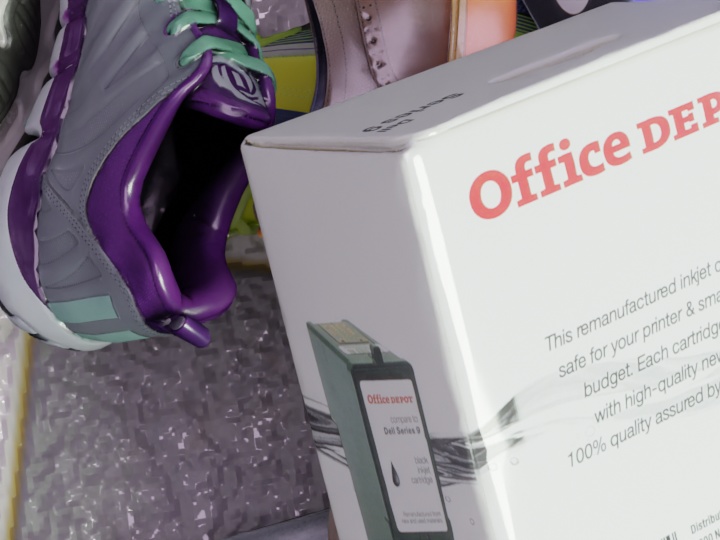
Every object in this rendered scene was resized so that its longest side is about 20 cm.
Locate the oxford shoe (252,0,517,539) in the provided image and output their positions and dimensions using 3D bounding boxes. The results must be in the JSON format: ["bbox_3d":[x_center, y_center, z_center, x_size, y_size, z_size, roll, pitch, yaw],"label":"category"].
[{"bbox_3d":[0.000,0.000,0.763,0.072,0.071,0.201,6,91,-8],"label":"oxford shoe"}]

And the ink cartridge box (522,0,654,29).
[{"bbox_3d":[0.107,-0.152,0.741,0.043,0.198,0.201,-3,53,-40],"label":"ink cartridge box"}]

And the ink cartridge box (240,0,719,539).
[{"bbox_3d":[0.066,0.035,0.704,0.145,0.084,0.201,-22,106,-32],"label":"ink cartridge box"}]

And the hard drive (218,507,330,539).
[{"bbox_3d":[0.050,0.132,0.804,0.199,0.033,0.140,-15,84,-5],"label":"hard drive"}]

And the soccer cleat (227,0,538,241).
[{"bbox_3d":[-0.019,-0.039,0.805,0.199,0.065,0.084,-27,81,-7],"label":"soccer cleat"}]

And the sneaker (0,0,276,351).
[{"bbox_3d":[-0.045,-0.073,0.725,0.074,0.087,0.201,15,82,-42],"label":"sneaker"}]

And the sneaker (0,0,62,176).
[{"bbox_3d":[-0.117,-0.119,0.787,0.083,0.081,0.201,11,58,17],"label":"sneaker"}]
